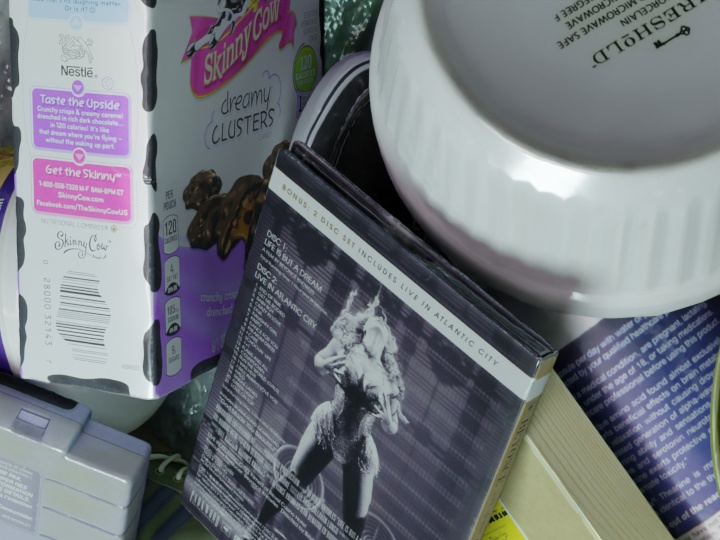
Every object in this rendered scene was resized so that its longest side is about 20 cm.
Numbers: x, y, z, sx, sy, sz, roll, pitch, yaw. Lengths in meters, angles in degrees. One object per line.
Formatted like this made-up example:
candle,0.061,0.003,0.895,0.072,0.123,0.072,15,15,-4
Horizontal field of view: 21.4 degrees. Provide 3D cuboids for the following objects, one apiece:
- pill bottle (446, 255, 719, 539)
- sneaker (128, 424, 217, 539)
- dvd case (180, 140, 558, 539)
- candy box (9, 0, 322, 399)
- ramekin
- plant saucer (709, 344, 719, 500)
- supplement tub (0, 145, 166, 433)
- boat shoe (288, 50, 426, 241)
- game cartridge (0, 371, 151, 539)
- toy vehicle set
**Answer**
pill bottle,0.124,0.046,0.815,0.111,0.111,0.201,-37,85,27
sneaker,-0.103,0.118,0.964,0.199,0.067,0.091,-9,70,11
dvd case,-0.004,0.068,0.796,0.149,0.016,0.201,40,130,28
candy box,-0.082,-0.063,0.855,0.071,0.168,0.202,6,105,24
ramekin,0.099,-0.092,0.748,0.201,0.094,0.204,-1,70,3
plant saucer,0.215,0.064,0.756,0.031,0.199,0.201,-15,97,65
supplement tub,-0.200,0.013,0.942,0.199,0.145,0.147,-3,101,25
boat shoe,-0.003,0.000,0.857,0.073,0.068,0.201,17,87,-19
game cartridge,-0.196,0.088,0.882,0.199,0.038,0.130,21,131,5
toy vehicle set,0.063,0.105,0.836,0.125,0.026,0.200,55,158,4
